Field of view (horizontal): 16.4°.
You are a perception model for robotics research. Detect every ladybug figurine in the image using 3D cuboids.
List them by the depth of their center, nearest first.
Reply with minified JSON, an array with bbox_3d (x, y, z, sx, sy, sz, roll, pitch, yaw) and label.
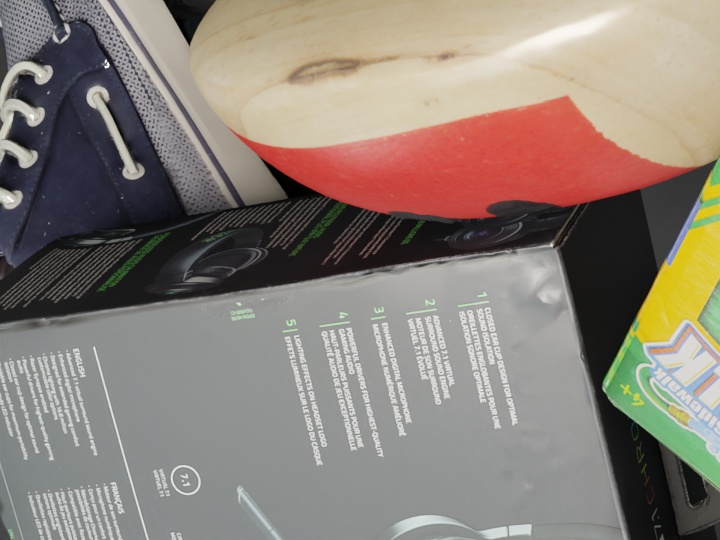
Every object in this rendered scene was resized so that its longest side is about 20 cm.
[{"bbox_3d":[0.040,-0.061,0.657,0.199,0.136,0.072,-2,120,45],"label":"ladybug figurine"}]

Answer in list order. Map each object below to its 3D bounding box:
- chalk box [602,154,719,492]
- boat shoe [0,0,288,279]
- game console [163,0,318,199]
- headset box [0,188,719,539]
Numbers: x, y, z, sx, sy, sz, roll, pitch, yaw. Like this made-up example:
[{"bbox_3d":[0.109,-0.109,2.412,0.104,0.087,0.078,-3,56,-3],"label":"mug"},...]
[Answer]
[{"bbox_3d":[0.150,0.005,0.620,0.124,0.124,0.200,37,148,13],"label":"chalk box"},{"bbox_3d":[-0.101,-0.045,0.843,0.200,0.092,0.075,53,154,19],"label":"boat shoe"},{"bbox_3d":[0.000,0.000,0.839,0.200,0.031,0.178,21,132,55],"label":"game console"},{"bbox_3d":[0.006,0.068,0.724,0.199,0.093,0.175,-9,107,22],"label":"headset box"}]
